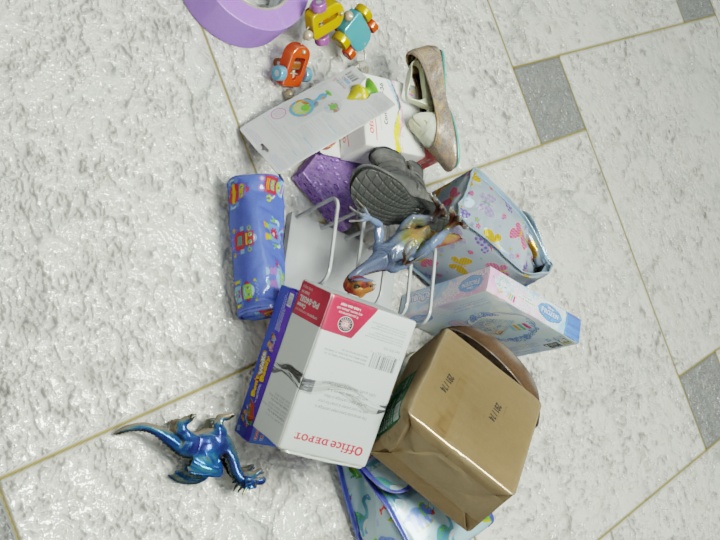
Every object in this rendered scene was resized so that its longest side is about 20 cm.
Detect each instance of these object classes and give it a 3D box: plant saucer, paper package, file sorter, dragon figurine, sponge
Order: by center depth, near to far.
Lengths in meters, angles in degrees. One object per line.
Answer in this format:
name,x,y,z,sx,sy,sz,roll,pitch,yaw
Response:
dragon figurine,-0.202,0.231,1.300,0.197,0.058,0.102,6,72,-39
paper package,0.131,0.209,1.414,0.190,0.104,0.201,38,38,-5
file sorter,0.000,0.000,1.497,0.198,0.124,0.141,23,63,-33
plant saucer,0.199,0.150,1.565,0.037,0.200,0.201,-43,105,-16
sponge,-0.015,-0.164,1.598,0.112,0.030,0.201,49,51,-18

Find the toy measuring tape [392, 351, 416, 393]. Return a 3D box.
toy measuring tape,0.024,0.160,1.522,0.199,0.073,0.075,-26,94,-64

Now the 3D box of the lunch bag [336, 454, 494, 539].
lunch bag,0.068,0.306,1.466,0.168,0.127,0.202,-20,78,-42

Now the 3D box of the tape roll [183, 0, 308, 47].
tape roll,-0.171,-0.432,1.530,0.197,0.065,0.204,13,69,-36

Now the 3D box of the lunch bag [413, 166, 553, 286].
lunch bag,0.177,-0.039,1.626,0.199,0.169,0.128,40,52,-19

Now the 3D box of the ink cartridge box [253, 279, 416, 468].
ink cartridge box,-0.034,0.133,1.336,0.144,0.083,0.203,19,91,-36

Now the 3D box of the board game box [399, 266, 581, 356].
board game box,0.193,0.072,1.583,0.197,0.199,0.044,27,62,-31

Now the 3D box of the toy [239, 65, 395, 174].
toy,-0.058,-0.206,1.494,0.198,0.115,0.048,-34,143,-12

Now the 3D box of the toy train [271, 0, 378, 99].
toy train,-0.059,-0.341,1.590,0.198,0.055,0.152,-14,130,-48

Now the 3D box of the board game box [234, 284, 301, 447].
board game box,-0.072,0.135,1.390,0.133,0.045,0.204,17,93,-35

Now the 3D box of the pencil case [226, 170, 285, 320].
pencil case,-0.136,-0.033,1.426,0.086,0.077,0.204,16,64,-57

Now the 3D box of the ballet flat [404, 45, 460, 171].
ballet flat,0.100,-0.243,1.580,0.066,0.068,0.204,-1,71,-22

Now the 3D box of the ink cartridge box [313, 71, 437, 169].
ink cartridge box,0.027,-0.224,1.587,0.197,0.067,0.119,5,73,-39

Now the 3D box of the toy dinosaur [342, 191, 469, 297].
toy dinosaur,0.059,-0.017,1.407,0.181,0.105,0.200,-42,141,-3

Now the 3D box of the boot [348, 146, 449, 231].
boot,0.035,-0.127,1.491,0.199,0.070,0.133,30,28,-47
